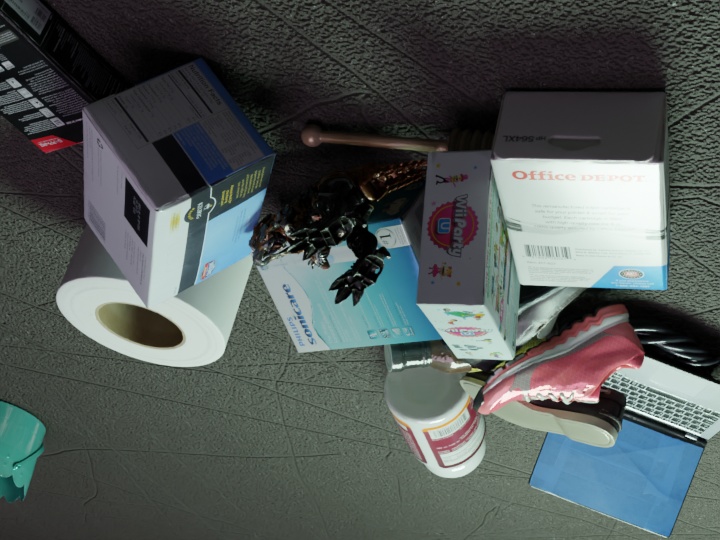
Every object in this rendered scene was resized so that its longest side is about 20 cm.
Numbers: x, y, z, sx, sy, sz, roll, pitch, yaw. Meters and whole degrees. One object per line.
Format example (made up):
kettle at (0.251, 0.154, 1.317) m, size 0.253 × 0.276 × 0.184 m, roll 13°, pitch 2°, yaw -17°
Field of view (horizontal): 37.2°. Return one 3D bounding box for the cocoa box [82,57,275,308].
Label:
cocoa box at (-0.182, -0.082, 1.048) m, size 0.133 × 0.131 × 0.200 m, roll 52°, pitch 153°, yaw 15°

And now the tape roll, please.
tape roll at (-0.236, 0.006, 1.254) m, size 0.202 × 0.139 × 0.203 m, roll 11°, pitch 150°, yaw 7°

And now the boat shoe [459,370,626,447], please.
boat shoe at (0.211, 0.145, 1.235) m, size 0.200 × 0.063 × 0.073 m, roll 15°, pitch 151°, yaw 34°

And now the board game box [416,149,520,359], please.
board game box at (0.110, -0.009, 1.020) m, size 0.064 × 0.148 × 0.200 m, roll 1°, pitch 162°, yaw 16°

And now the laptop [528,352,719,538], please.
laptop at (0.326, 0.200, 1.253) m, size 0.187 × 0.116 × 0.200 m, roll 20°, pitch 148°, yaw 0°

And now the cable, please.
cable at (0.322, 0.098, 1.259) m, size 0.200 × 0.051 × 0.163 m, roll -6°, pitch 139°, yaw 36°

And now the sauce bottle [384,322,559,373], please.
sauce bottle at (0.128, 0.085, 1.231) m, size 0.200 × 0.065 × 0.065 m, roll -6°, pitch 152°, yaw -12°

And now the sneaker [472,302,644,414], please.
sneaker at (0.218, 0.116, 1.164) m, size 0.200 × 0.087 × 0.074 m, roll -31°, pitch 167°, yaw 6°

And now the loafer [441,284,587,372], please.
loafer at (0.184, 0.039, 1.151) m, size 0.200 × 0.073 × 0.072 m, roll -33°, pitch 118°, yaw 26°

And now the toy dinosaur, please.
toy dinosaur at (-0.025, -0.056, 1.025) m, size 0.102 × 0.136 × 0.200 m, roll 27°, pitch 124°, yaw -25°

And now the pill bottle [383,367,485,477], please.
pill bottle at (0.107, 0.196, 1.440) m, size 0.114 × 0.114 × 0.200 m, roll 3°, pitch 148°, yaw 19°

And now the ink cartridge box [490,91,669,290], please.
ink cartridge box at (0.209, -0.070, 0.985) m, size 0.146 × 0.084 × 0.200 m, roll 3°, pitch 147°, yaw 18°

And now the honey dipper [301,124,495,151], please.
honey dipper at (0.037, -0.125, 1.026) m, size 0.200 × 0.038 × 0.038 m, roll 9°, pitch 149°, yaw 19°

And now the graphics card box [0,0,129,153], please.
graphics card box at (-0.329, -0.202, 1.038) m, size 0.125 × 0.051 × 0.200 m, roll -8°, pitch 144°, yaw 34°

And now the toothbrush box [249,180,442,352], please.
toothbrush box at (0.000, 0.000, 1.143) m, size 0.200 × 0.085 × 0.147 m, roll -10°, pitch 116°, yaw 33°

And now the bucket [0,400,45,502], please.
bucket at (-0.694, 0.331, 1.991) m, size 0.207 × 0.135 × 0.207 m, roll 12°, pitch 149°, yaw 7°
